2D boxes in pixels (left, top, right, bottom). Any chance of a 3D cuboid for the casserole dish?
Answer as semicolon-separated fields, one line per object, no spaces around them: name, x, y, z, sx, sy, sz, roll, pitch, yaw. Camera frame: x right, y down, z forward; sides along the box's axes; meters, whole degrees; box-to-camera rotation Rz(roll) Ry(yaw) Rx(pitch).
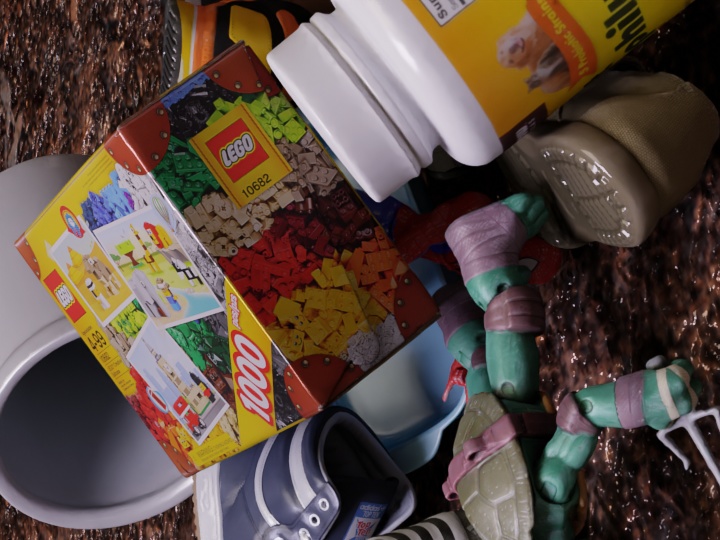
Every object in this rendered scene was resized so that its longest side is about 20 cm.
casserole dish;0.002;0.010;1.116;0.121;0.039;0.201;-30;72;35

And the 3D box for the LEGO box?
LEGO box;-0.068;0.002;0.992;0.149;0.077;0.200;53;154;-1

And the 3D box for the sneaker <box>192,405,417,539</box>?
sneaker;-0.022;0.165;1.068;0.108;0.070;0.201;-21;72;38

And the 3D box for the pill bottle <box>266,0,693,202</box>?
pill bottle;0.061;-0.120;0.885;0.200;0.109;0.109;-38;36;0

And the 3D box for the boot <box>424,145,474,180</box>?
boot;0.035;-0.099;1.051;0.200;0.067;0.131;-110;-1;-60

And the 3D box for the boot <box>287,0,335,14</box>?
boot;-0.028;-0.196;1.248;0.146;0.070;0.201;-119;40;-58

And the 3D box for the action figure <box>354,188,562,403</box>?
action figure;0.000;0.000;1.043;0.199;0.065;0.099;10;73;27

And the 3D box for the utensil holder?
utensil holder;-0.183;0.041;1.410;0.200;0.169;0.171;-118;40;-49

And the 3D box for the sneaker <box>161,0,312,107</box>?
sneaker;-0.054;-0.108;1.111;0.200;0.089;0.070;-92;8;-82

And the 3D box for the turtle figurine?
turtle figurine;0.084;0.077;0.914;0.150;0.100;0.201;-54;48;50

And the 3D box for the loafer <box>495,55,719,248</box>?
loafer;0.106;-0.053;0.943;0.076;0.067;0.200;59;174;-15

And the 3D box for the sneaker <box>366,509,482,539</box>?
sneaker;0.012;0.188;1.032;0.076;0.115;0.201;-115;28;-44
